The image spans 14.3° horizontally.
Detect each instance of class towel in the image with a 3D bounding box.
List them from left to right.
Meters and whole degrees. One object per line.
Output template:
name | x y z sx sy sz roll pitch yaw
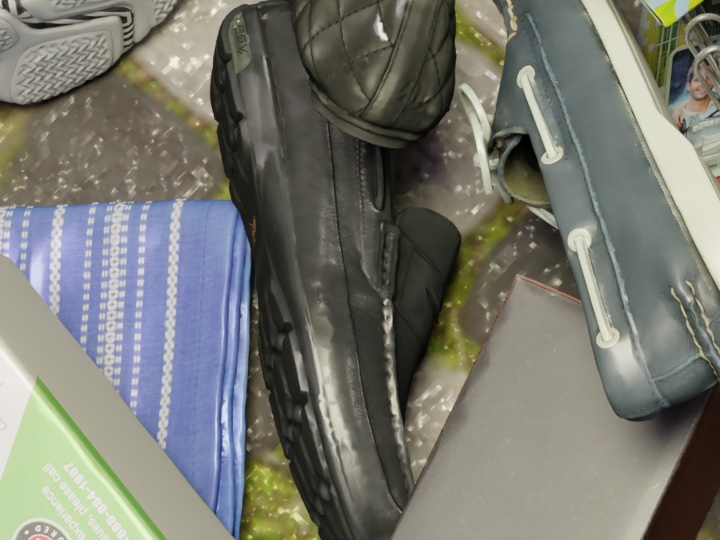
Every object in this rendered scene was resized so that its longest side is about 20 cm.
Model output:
towel | -0.133 0.045 0.967 0.200 0.024 0.145 -2 71 14

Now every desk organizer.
desk organizer | 0.043 0.113 0.871 0.072 0.077 0.200 23 79 20

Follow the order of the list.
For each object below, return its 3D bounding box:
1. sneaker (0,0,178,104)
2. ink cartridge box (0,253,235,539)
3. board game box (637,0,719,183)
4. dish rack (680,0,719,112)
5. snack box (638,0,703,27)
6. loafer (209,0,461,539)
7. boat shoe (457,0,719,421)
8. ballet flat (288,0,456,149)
sneaker | -0.163 -0.106 0.995 0.200 0.075 0.115 -26 68 4
ink cartridge box | -0.157 0.107 0.899 0.200 0.084 0.146 -42 75 7
board game box | 0.174 -0.083 0.869 0.200 0.029 0.135 -14 52 36
dish rack | 0.150 -0.101 0.830 0.153 0.055 0.200 -34 35 20
snack box | 0.129 -0.191 0.838 0.200 0.068 0.169 -38 36 15
loafer | 0.000 0.000 0.922 0.070 0.068 0.201 -6 65 -11
boat shoe | 0.067 -0.036 0.858 0.062 0.075 0.200 -30 51 7
ballet flat | 0.002 -0.104 0.921 0.057 0.066 0.200 -63 23 24
